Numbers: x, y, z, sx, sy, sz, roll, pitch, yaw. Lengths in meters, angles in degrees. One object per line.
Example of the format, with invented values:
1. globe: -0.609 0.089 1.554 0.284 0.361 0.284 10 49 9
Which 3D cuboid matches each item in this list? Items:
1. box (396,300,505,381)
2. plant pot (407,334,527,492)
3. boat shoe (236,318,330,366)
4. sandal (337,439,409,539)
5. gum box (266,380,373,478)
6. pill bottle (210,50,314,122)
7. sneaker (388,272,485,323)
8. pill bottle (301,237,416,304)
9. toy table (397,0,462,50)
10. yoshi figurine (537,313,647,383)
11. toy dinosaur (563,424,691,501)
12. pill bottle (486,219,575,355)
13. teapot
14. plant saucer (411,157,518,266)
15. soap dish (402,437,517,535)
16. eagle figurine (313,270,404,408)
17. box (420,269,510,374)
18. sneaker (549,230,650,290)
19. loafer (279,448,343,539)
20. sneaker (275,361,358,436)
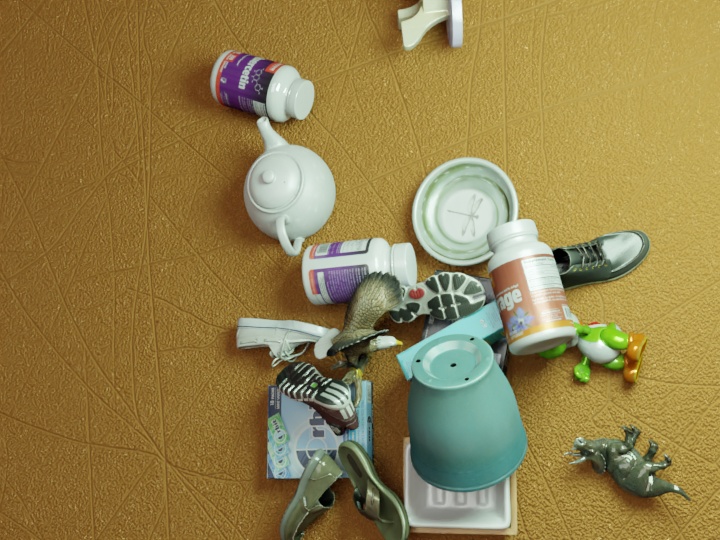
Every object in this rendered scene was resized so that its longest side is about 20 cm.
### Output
1. box: 0.164 0.125 1.568 0.198 0.082 0.050 -31 71 11
2. plant pot: 0.160 0.216 1.474 0.196 0.191 0.201 -11 32 7
3. boat shoe: -0.151 0.140 1.725 0.198 0.074 0.088 3 79 22
4. sandal: 0.011 0.388 1.570 0.202 0.057 0.080 53 133 21
5. gum box: -0.074 0.295 1.681 0.196 0.044 0.173 -5 77 18
6. pill bottle: -0.195 -0.366 1.829 0.197 0.112 0.114 19 85 21
7. sneaker: 0.136 0.039 1.586 0.198 0.083 0.082 -7 99 41
8. pill bottle: 0.000 0.000 1.683 0.196 0.111 0.114 -5 76 18
9. toy table: 0.127 -0.515 1.730 0.115 0.184 0.204 -6 66 0
10. yoshi figurine: 0.371 0.129 1.534 0.197 0.112 0.114 19 91 24
11. toy dinosaur: 0.445 0.320 1.494 0.199 0.077 0.103 36 103 17
12. pill bottle: 0.270 0.026 1.483 0.110 0.112 0.203 -18 72 14
13. teapot: -0.148 -0.154 1.750 0.198 0.146 0.199 32 90 21
14. plant saucer: 0.194 -0.103 1.672 0.196 0.050 0.204 -4 77 17
15. soap dish: 0.172 0.367 1.562 0.196 0.081 0.161 -4 77 18
16. eagle figurine: 0.004 0.111 1.596 0.149 0.202 0.152 -21 53 -19
17. box: 0.192 0.112 1.630 0.157 0.043 0.204 10 82 21
18. sneaker: 0.397 -0.020 1.554 0.197 0.106 0.076 -23 72 13
19. loafer: -0.087 0.414 1.620 0.069 0.075 0.203 27 116 11
20. sneaker: -0.073 0.241 1.633 0.075 0.117 0.199 -39 31 -22
